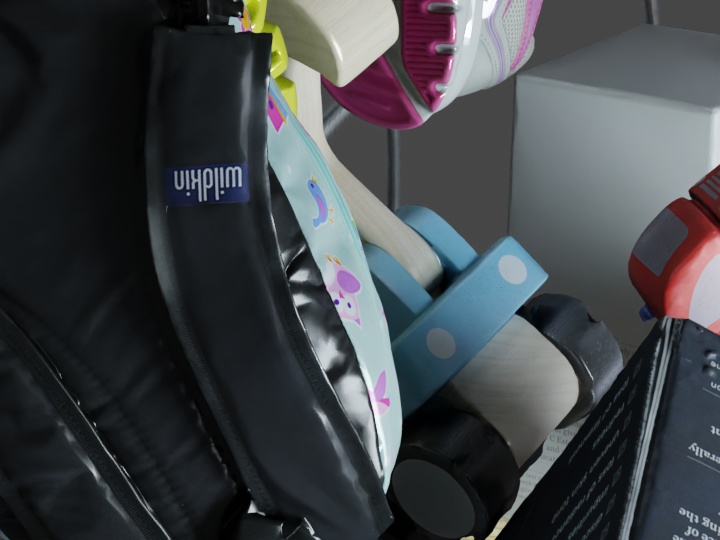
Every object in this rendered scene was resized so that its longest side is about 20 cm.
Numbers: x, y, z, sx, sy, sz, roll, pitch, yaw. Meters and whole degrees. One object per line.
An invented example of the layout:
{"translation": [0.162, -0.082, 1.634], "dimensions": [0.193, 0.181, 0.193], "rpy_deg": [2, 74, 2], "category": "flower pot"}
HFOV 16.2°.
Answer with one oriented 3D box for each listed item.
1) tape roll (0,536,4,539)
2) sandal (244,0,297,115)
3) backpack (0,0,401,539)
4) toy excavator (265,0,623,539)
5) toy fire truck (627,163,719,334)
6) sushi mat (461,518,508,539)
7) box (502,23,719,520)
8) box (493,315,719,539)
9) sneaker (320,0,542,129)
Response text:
{"translation": [-0.078, 0.154, 0.780], "dimensions": [0.202, 0.202, 0.037], "rpy_deg": [-24, 141, -48], "category": "tape roll"}
{"translation": [-0.076, -0.100, 0.796], "dimensions": [0.087, 0.079, 0.201], "rpy_deg": [-40, 131, -34], "category": "sandal"}
{"translation": [-0.063, 0.007, 0.740], "dimensions": [0.201, 0.166, 0.127], "rpy_deg": [61, 15, -10], "category": "backpack"}
{"translation": [0.000, 0.000, 0.930], "dimensions": [0.100, 0.200, 0.195], "rpy_deg": [-44, 177, -37], "category": "toy excavator"}
{"translation": [0.143, 0.072, 0.948], "dimensions": [0.141, 0.049, 0.200], "rpy_deg": [-38, 112, 1], "category": "toy fire truck"}
{"translation": [0.010, 0.139, 1.062], "dimensions": [0.200, 0.012, 0.096], "rpy_deg": [14, 92, -56], "category": "sushi mat"}
{"translation": [0.131, 0.007, 1.099], "dimensions": [0.124, 0.097, 0.201], "rpy_deg": [-25, 122, -54], "category": "box"}
{"translation": [0.091, 0.162, 0.823], "dimensions": [0.200, 0.123, 0.197], "rpy_deg": [-58, -173, 44], "category": "box"}
{"translation": [0.040, -0.155, 0.942], "dimensions": [0.088, 0.081, 0.201], "rpy_deg": [-12, 120, -54], "category": "sneaker"}
